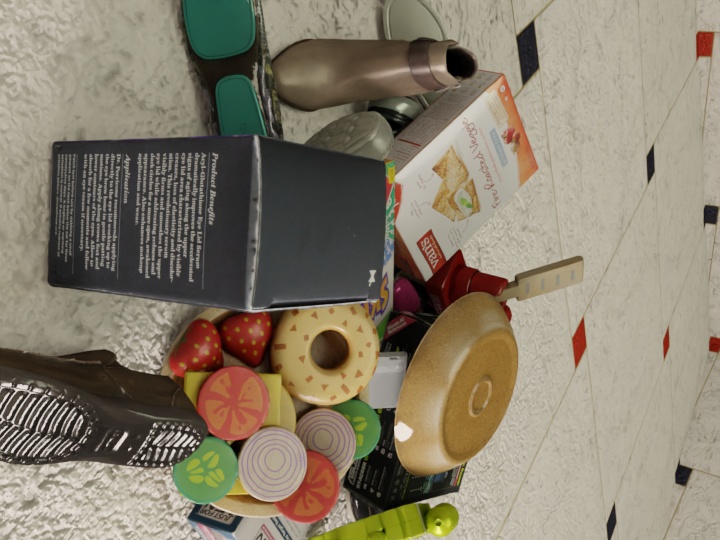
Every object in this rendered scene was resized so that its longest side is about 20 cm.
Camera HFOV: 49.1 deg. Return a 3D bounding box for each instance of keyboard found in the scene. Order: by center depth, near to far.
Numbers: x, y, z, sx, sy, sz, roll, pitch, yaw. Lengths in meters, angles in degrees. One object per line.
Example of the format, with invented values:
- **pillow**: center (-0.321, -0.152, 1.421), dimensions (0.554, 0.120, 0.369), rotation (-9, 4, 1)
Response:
- **keyboard**: center (-0.048, 0.107, 0.737), dimensions (0.198, 0.011, 0.057), rotation (0, 108, -21)

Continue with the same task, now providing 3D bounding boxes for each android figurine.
- **android figurine**: center (0.014, 0.280, 0.823), dimensions (0.200, 0.181, 0.041), rotation (53, 17, -71)

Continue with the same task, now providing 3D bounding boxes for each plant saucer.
- **plant saucer**: center (0.110, 0.124, 0.807), dimensions (0.199, 0.035, 0.202), rotation (-26, 126, -43)

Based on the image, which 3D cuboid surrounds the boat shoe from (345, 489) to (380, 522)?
- **boat shoe**: center (0.023, 0.235, 0.930), dimensions (0.073, 0.062, 0.202), rotation (-32, 122, -52)

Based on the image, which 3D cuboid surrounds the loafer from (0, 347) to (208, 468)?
- **loafer**: center (-0.202, 0.093, 0.561), dimensions (0.073, 0.071, 0.199), rotation (-46, 139, 13)

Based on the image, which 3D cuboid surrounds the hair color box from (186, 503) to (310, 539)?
- **hair color box**: center (-0.074, 0.190, 0.770), dimensions (0.201, 0.060, 0.101), rotation (-57, 138, -37)

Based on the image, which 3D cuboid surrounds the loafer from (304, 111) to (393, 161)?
- **loafer**: center (-0.035, -0.066, 0.665), dimensions (0.070, 0.199, 0.070), rotation (38, 51, -21)

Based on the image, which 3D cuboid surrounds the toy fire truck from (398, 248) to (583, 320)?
- **toy fire truck**: center (0.161, 0.037, 0.968), dimensions (0.129, 0.198, 0.176), rotation (-62, 149, -24)

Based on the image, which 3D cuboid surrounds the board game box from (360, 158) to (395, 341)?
- **board game box**: center (0.000, 0.000, 0.765), dimensions (0.095, 0.030, 0.202), rotation (-30, 128, -52)

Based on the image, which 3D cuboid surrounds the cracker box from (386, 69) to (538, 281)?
- **cracker box**: center (0.097, -0.106, 0.868), dimensions (0.200, 0.058, 0.134), rotation (-44, 128, -15)

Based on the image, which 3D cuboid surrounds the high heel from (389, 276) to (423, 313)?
- **high heel**: center (0.067, 0.082, 0.892), dimensions (0.067, 0.096, 0.201), rotation (-45, 155, -24)

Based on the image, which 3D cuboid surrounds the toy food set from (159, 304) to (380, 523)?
- **toy food set**: center (-0.075, 0.116, 0.681), dimensions (0.198, 0.049, 0.200), rotation (4, 81, -23)

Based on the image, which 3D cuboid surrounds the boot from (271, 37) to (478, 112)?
- **boot**: center (0.022, -0.200, 0.777), dimensions (0.200, 0.145, 0.071), rotation (-28, 116, -53)

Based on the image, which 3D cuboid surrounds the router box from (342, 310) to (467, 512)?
- **router box**: center (0.072, 0.146, 0.851), dimensions (0.149, 0.062, 0.202), rotation (9, 99, -51)

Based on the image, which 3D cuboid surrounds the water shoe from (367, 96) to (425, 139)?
- **water shoe**: center (0.072, -0.132, 0.921), dimensions (0.199, 0.071, 0.080), rotation (28, 81, -38)

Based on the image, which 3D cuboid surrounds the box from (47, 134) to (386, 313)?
- **box**: center (-0.101, -0.033, 0.560), dimensions (0.148, 0.198, 0.105), rotation (0, 94, -58)

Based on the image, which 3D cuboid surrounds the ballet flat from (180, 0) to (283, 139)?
- **ballet flat**: center (-0.107, -0.178, 0.669), dimensions (0.072, 0.071, 0.202), rotation (-35, 124, -50)

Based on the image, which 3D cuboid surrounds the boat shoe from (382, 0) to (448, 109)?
- **boat shoe**: center (0.083, -0.245, 0.948), dimensions (0.200, 0.074, 0.060), rotation (53, 9, -28)

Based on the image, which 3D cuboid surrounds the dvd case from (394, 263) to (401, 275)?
- **dvd case**: center (0.070, -0.095, 0.992), dimensions (0.200, 0.017, 0.144), rotation (-39, 128, -48)
